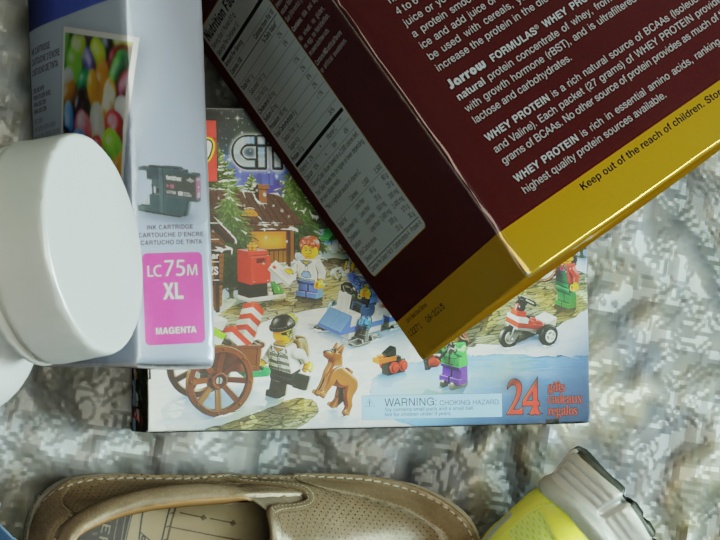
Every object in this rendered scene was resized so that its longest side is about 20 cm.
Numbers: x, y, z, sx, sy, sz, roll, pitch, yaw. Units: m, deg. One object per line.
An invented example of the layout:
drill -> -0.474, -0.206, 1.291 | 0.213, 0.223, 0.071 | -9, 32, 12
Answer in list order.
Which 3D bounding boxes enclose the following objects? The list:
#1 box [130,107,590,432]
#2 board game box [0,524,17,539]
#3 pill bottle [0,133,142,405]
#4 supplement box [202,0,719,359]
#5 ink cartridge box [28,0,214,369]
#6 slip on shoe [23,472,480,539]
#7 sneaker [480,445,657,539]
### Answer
box -> 0.000, 0.000, 1.058 | 0.199, 0.038, 0.137 | -1, 88, -17
board game box -> -0.205, 0.085, 0.918 | 0.157, 0.200, 0.039 | -2, 69, 6
pill bottle -> -0.188, 0.006, 0.915 | 0.199, 0.111, 0.112 | -10, 92, 19
supplement box -> 0.060, -0.111, 1.001 | 0.197, 0.133, 0.200 | -34, 86, -23
ink cartridge box -> -0.099, -0.061, 0.985 | 0.042, 0.119, 0.201 | 1, 88, -26
slip on shoe -> -0.039, 0.119, 1.030 | 0.199, 0.061, 0.076 | 10, 85, -17
sneaker -> 0.111, 0.178, 1.069 | 0.090, 0.078, 0.200 | -32, 103, -5
